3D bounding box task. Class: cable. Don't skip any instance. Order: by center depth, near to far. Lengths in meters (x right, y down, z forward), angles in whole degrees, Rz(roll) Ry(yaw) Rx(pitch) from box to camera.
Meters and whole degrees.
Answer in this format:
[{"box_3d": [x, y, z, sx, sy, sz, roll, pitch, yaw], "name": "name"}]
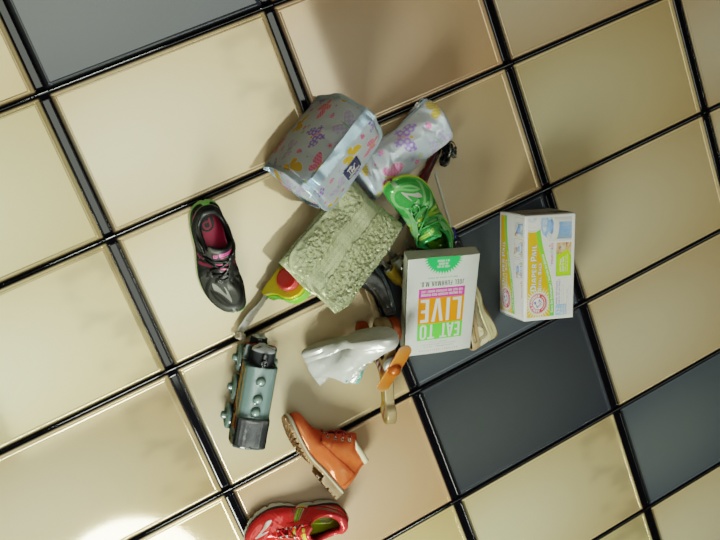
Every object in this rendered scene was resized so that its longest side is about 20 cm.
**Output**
[{"box_3d": [0.110, 0.036, 1.543, 0.097, 0.050, 0.201, -37, 120, -22], "name": "cable"}]

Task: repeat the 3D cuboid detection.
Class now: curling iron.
[{"box_3d": [0.115, -0.156, 1.502, 0.025, 0.049, 0.201, 34, 88, -35], "name": "curling iron"}]

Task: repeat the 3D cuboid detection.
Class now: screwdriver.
[{"box_3d": [0.165, -0.093, 1.516, 0.028, 0.029, 0.202, -24, 121, -10], "name": "screwdriver"}]

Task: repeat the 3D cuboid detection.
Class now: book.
[{"box_3d": [0.142, 0.055, 1.485, 0.132, 0.048, 0.202, -5, 120, -8], "name": "book"}]

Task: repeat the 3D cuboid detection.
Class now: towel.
[{"box_3d": [-0.029, -0.042, 1.412, 0.148, 0.036, 0.201, 40, 79, -12], "name": "towel"}]

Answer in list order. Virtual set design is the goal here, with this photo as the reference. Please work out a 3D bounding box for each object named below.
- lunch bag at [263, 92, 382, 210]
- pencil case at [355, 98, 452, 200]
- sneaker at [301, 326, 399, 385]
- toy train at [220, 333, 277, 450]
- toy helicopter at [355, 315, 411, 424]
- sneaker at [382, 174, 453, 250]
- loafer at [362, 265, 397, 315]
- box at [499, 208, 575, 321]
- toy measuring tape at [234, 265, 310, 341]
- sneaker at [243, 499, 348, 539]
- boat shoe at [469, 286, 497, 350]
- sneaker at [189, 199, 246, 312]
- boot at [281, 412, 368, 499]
[{"box_3d": [-0.057, -0.194, 1.358, 0.127, 0.200, 0.170, 38, 85, -19], "name": "lunch bag"}, {"box_3d": [0.071, -0.216, 1.457, 0.200, 0.083, 0.091, -41, 129, -7], "name": "pencil case"}, {"box_3d": [-0.008, 0.158, 1.449, 0.075, 0.198, 0.089, -30, 102, -55], "name": "sneaker"}, {"box_3d": [-0.187, 0.215, 1.423, 0.084, 0.114, 0.203, 10, 95, -19], "name": "toy train"}, {"box_3d": [0.051, 0.185, 1.487, 0.078, 0.132, 0.203, -8, 101, -17], "name": "toy helicopter"}, {"box_3d": [0.113, -0.092, 1.449, 0.074, 0.084, 0.200, -33, 124, 15], "name": "sneaker"}, {"box_3d": [0.000, 0.000, 1.480, 0.072, 0.073, 0.201, -30, 97, -2], "name": "loafer"}, {"box_3d": [0.336, -0.012, 1.566, 0.111, 0.101, 0.203, -5, 100, -17], "name": "box"}, {"box_3d": [-0.139, 0.053, 1.436, 0.073, 0.074, 0.201, 37, 88, -19], "name": "toy measuring tape"}, {"box_3d": [-0.116, 0.469, 1.501, 0.198, 0.085, 0.078, -10, 101, -17], "name": "sneaker"}, {"box_3d": [0.192, 0.061, 1.547, 0.064, 0.071, 0.201, -34, 108, -11], "name": "boat shoe"}, {"box_3d": [-0.244, -0.019, 1.385, 0.076, 0.084, 0.202, -20, 104, -13], "name": "sneaker"}, {"box_3d": [-0.065, 0.315, 1.506, 0.107, 0.075, 0.201, -40, 116, -12], "name": "boot"}]
